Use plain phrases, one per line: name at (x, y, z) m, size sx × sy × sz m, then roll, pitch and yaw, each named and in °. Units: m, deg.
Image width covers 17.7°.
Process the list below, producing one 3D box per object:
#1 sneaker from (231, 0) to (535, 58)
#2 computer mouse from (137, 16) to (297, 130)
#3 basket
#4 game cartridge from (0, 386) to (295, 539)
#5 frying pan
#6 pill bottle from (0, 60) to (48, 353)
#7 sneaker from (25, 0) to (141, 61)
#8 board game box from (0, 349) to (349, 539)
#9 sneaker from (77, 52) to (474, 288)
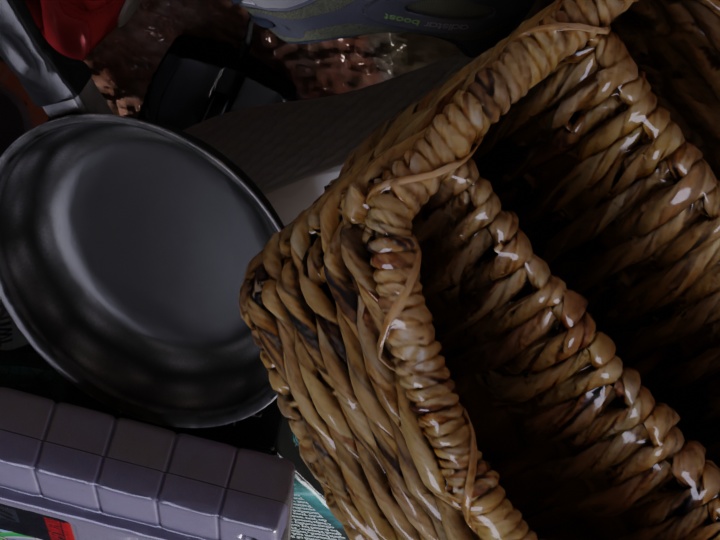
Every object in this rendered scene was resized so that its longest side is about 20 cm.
sneaker at (-0.036, -0.106, 0.671) m, size 0.199 × 0.074 × 0.081 m, roll 17°, pitch 145°, yaw 11°
computer mouse at (-0.042, -0.070, 0.793) m, size 0.058 × 0.034 × 0.200 m, roll 24°, pitch 152°, yaw -3°
basket at (0.082, 0.030, 0.623) m, size 0.200 × 0.143 × 0.149 m, roll 52°, pitch 138°, yaw -7°
game cartridge at (-0.090, 0.095, 0.838) m, size 0.129 × 0.039 × 0.200 m, roll 10°, pitch 158°, yaw 2°
frying pan at (-0.092, -0.029, 0.722) m, size 0.190 × 0.031 × 0.115 m, roll 47°, pitch 130°, yaw -8°
pill bottle at (-0.153, -0.005, 0.911) m, size 0.106 × 0.107 × 0.200 m, roll 20°, pitch 153°, yaw 2°
sneaker at (-0.158, -0.127, 0.715) m, size 0.199 × 0.085 × 0.077 m, roll 24°, pitch 152°, yaw -5°
board game box at (-0.090, 0.069, 0.854) m, size 0.199 × 0.028 × 0.135 m, roll 5°, pitch 157°, yaw 25°
sneaker at (0.000, 0.000, 0.778) m, size 0.199 × 0.073 × 0.115 m, roll -12°, pitch 123°, yaw 25°
